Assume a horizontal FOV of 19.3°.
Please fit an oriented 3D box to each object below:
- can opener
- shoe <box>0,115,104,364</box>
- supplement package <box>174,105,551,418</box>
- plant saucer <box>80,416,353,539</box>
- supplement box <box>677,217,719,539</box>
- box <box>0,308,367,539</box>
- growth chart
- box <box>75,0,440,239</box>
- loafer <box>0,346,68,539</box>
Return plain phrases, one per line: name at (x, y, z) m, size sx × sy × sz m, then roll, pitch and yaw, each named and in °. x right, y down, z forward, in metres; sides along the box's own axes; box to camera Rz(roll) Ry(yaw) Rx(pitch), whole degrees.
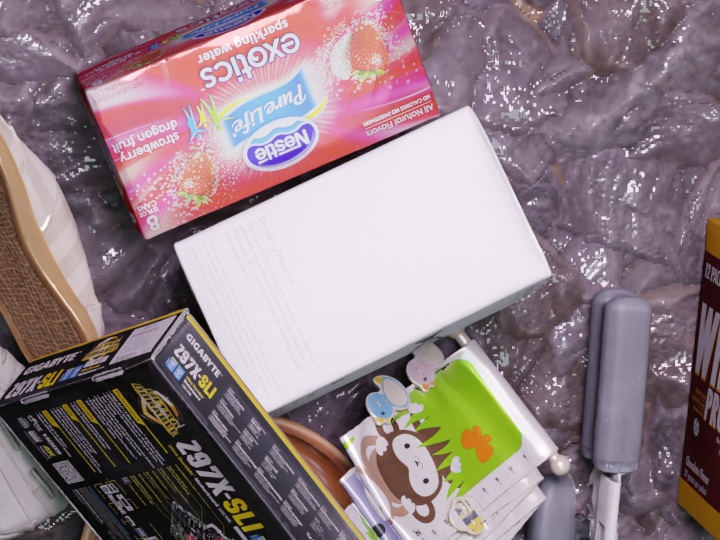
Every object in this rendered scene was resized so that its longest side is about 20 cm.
can opener at (0.150, 0.113, 1.404) m, size 0.066 × 0.053 × 0.202 m, roll 1°, pitch 100°, yaw -12°
shoe at (-0.214, -0.027, 1.308) m, size 0.070 × 0.053 × 0.201 m, roll -19°, pitch 103°, yaw 27°
supplement package at (0.000, 0.000, 1.302) m, size 0.199 × 0.117 × 0.118 m, roll -26°, pitch 84°, yaw -4°
plant saucer at (-0.085, 0.186, 1.381) m, size 0.198 × 0.037 × 0.202 m, roll -2°, pitch 102°, yaw -10°
supplement box at (0.329, 0.079, 1.391) m, size 0.195 × 0.133 × 0.202 m, roll 2°, pitch 101°, yaw -11°
box at (-0.104, 0.127, 1.265) m, size 0.200 × 0.159 × 0.049 m, roll 53°, pitch 46°, yaw -18°
growth chart at (0.050, 0.130, 1.336) m, size 0.145 × 0.018 × 0.200 m, roll 46°, pitch 50°, yaw -5°
box at (-0.064, -0.108, 1.292) m, size 0.199 × 0.095 × 0.100 m, roll -23°, pitch 106°, yaw -6°
loafer at (-0.236, 0.071, 1.314) m, size 0.069 × 0.070 × 0.201 m, roll -20°, pitch 112°, yaw -12°
